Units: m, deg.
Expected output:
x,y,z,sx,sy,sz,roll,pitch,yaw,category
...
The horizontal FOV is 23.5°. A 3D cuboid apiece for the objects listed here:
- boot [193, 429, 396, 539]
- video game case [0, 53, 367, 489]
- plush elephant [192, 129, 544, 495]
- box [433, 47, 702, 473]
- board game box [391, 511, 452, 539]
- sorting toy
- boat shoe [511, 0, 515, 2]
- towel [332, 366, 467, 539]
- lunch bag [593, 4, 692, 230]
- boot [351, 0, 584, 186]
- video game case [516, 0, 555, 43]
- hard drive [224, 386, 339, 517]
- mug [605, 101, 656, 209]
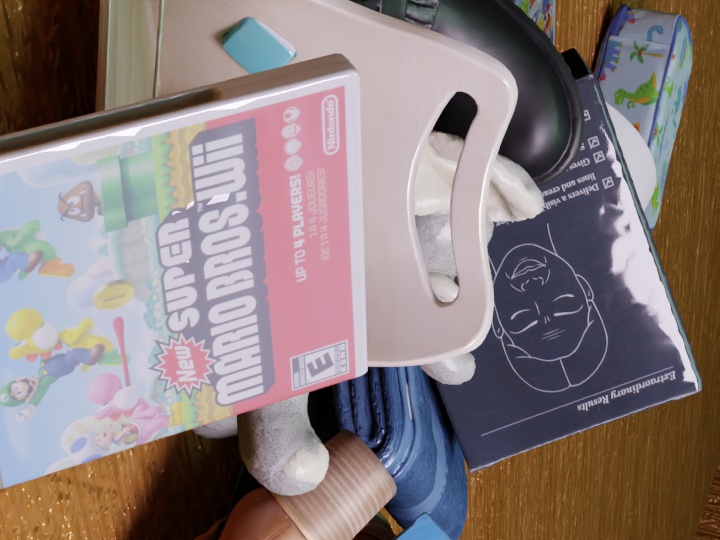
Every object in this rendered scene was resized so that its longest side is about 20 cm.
x,y,z,sx,sy,sz,roll,pitch,yaw,category
-0.057,0.162,0.913,0.154,0.074,0.200,-39,162,-13,boot
-0.091,0.007,0.637,0.199,0.017,0.144,-16,128,-19,video game case
0.000,0.000,0.855,0.165,0.154,0.202,177,-89,-71,plush elephant
0.098,-0.008,1.033,0.107,0.147,0.201,-84,153,-75,box
-0.015,0.240,0.962,0.196,0.056,0.200,-40,162,-10,board game box
-0.028,-0.037,0.727,0.107,0.179,0.202,-50,148,-70,sorting toy
0.071,-0.183,1.110,0.065,0.071,0.201,74,27,-46,boat shoe
0.026,0.093,1.027,0.200,0.048,0.112,60,19,-65,towel
0.266,-0.143,1.683,0.161,0.082,0.202,35,68,-69,lunch bag
0.020,-0.117,0.865,0.079,0.211,0.158,-41,178,22,boot
0.121,-0.214,1.316,0.144,0.018,0.201,-59,154,-44,video game case
-0.023,0.126,1.088,0.200,0.033,0.141,53,52,-66,hard drive
0.093,-0.013,1.202,0.176,0.147,0.200,-58,-176,-28,mug
